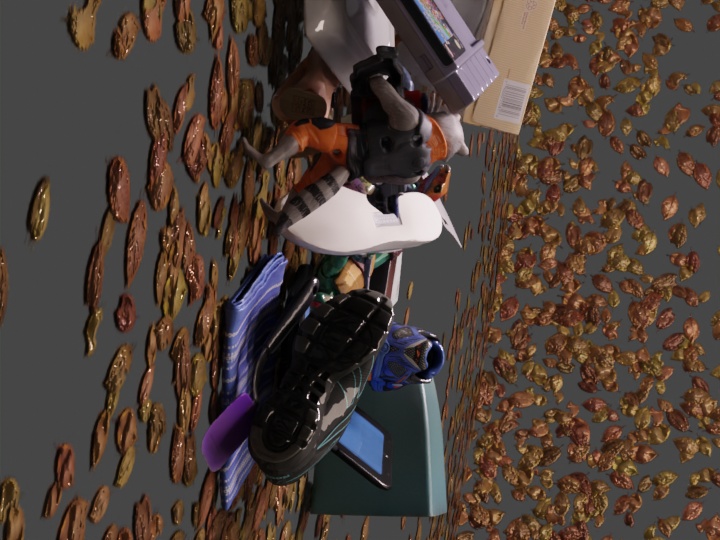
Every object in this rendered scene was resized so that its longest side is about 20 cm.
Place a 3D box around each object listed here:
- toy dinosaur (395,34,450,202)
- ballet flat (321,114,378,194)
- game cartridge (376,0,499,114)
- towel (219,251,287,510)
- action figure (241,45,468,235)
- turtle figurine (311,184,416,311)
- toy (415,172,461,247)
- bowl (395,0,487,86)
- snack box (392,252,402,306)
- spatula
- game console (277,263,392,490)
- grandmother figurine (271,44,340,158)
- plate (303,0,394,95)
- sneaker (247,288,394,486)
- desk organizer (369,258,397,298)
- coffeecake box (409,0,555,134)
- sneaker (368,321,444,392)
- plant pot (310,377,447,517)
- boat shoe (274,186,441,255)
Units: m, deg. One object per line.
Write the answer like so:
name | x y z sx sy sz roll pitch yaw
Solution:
toy dinosaur | 0.045 -0.151 1.748 0.200 0.104 0.183 -5 80 -81
ballet flat | -0.009 -0.126 1.779 0.200 0.069 0.072 -68 145 -67
game cartridge | 0.051 -0.240 1.508 0.200 0.038 0.130 56 18 -6
towel | -0.098 0.096 1.533 0.145 0.024 0.201 -57 152 -66
action figure | 0.005 -0.086 1.491 0.201 0.192 0.105 75 -6 -48
turtle figurine | 0.000 0.000 1.770 0.200 0.100 0.150 -57 155 -26
toy | 0.047 -0.120 1.905 0.115 0.047 0.201 48 19 -60
bowl | 0.060 -0.306 1.822 0.201 0.090 0.202 -167 -90 -68
snack box | 0.028 -0.048 2.079 0.116 0.037 0.201 -44 140 -74
spatula | -0.084 0.084 1.478 0.201 0.020 0.057 -63 153 -29
game console | -0.018 0.098 1.631 0.200 0.116 0.177 -85 -179 -81
grandmother figurine | -0.036 -0.190 1.587 0.200 0.060 0.122 -73 179 -57
plate | -0.006 -0.265 1.565 0.200 0.032 0.201 44 42 -63
sneaker | -0.035 0.103 1.498 0.200 0.075 0.079 -54 155 -25
desk organizer | -0.001 0.021 1.880 0.077 0.071 0.201 59 39 -78
coffeecake box | 0.122 -0.244 1.853 0.200 0.073 0.154 -144 -113 -66
sneaker | 0.047 0.090 1.691 0.200 0.078 0.076 11 87 -78
plant pot | 0.025 0.181 1.960 0.141 0.140 0.201 31 60 -79
boat shoe | -0.012 -0.045 1.645 0.199 0.068 0.072 -9 77 -43
